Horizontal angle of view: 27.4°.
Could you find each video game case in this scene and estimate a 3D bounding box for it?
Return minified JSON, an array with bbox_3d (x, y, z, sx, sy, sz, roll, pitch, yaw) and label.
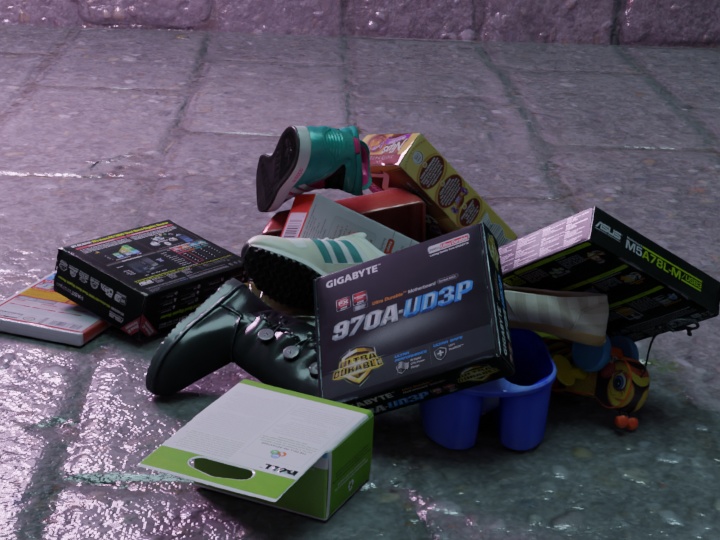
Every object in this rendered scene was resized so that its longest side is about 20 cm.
[{"bbox_3d":[-0.355,0.041,1.825,0.142,0.018,0.200,9,21,19],"label":"video game case"}]

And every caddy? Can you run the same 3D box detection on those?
[{"bbox_3d":[0.130,0.108,1.559,0.140,0.106,0.200,0,20,-4],"label":"caddy"}]

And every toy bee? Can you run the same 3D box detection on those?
[{"bbox_3d":[0.261,0.116,1.583,0.130,0.109,0.200,10,-15,-20],"label":"toy bee"}]

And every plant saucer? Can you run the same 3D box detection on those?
[{"bbox_3d":[-0.020,-0.041,1.832,0.199,0.037,0.200,-11,-21,-2],"label":"plant saucer"}]

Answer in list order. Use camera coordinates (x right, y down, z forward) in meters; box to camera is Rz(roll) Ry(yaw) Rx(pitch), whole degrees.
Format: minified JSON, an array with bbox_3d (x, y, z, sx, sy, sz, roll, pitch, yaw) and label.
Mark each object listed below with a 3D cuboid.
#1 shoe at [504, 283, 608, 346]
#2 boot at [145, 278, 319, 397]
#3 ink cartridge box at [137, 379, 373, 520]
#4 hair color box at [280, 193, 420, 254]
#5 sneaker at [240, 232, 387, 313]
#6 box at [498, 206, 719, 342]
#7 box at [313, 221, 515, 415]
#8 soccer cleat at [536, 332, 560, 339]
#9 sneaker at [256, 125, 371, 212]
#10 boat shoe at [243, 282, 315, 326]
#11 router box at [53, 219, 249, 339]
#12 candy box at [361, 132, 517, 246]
[{"bbox_3d":[0.162,0.033,1.546,0.199,0.054,0.070,11,14,6],"label":"shoe"},{"bbox_3d":[-0.107,0.112,1.584,0.199,0.066,0.165,31,65,22],"label":"boot"},{"bbox_3d":[-0.095,0.184,1.371,0.147,0.076,0.200,11,23,23],"label":"ink cartridge box"},{"bbox_3d":[0.000,0.000,1.713,0.199,0.111,0.064,25,-9,-24],"label":"hair color box"},{"bbox_3d":[-0.034,-0.005,1.632,0.199,0.070,0.094,18,43,-10],"label":"sneaker"},{"bbox_3d":[0.248,0.017,1.582,0.193,0.048,0.200,29,-30,-25],"label":"box"},{"bbox_3d":[0.051,0.055,1.500,0.199,0.046,0.160,-18,54,21],"label":"box"},{"bbox_3d":[0.200,0.066,1.751,0.200,0.084,0.065,32,32,16],"label":"soccer cleat"},{"bbox_3d":[-0.049,-0.119,1.746,0.120,0.084,0.200,1,-14,-20],"label":"sneaker"},{"bbox_3d":[-0.064,0.078,1.679,0.200,0.066,0.072,24,51,21],"label":"boat shoe"},{"bbox_3d":[-0.254,0.007,1.822,0.149,0.062,0.200,27,26,29],"label":"router box"},{"bbox_3d":[0.089,-0.086,1.830,0.116,0.200,0.057,6,59,56],"label":"candy box"}]
